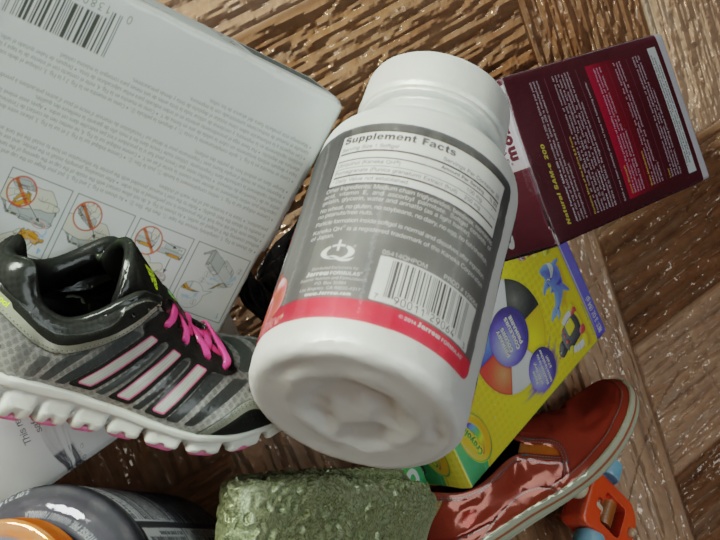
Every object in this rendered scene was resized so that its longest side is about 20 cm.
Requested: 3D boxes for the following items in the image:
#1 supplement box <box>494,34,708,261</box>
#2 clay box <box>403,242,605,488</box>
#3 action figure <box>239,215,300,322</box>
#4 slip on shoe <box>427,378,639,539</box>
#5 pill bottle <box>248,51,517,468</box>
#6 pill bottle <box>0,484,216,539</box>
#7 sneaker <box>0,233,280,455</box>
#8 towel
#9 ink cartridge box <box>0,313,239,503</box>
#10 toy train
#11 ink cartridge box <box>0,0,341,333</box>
[{"bbox_3d":[0.144,-0.083,1.019,0.199,0.060,0.110,-20,92,-48],"label":"supplement box"},{"bbox_3d":[0.075,0.051,1.008,0.200,0.047,0.116,-44,116,-37],"label":"clay box"},{"bbox_3d":[0.000,0.000,0.900,0.119,0.101,0.201,47,39,-20],"label":"action figure"},{"bbox_3d":[0.112,0.125,1.045,0.199,0.074,0.062,-31,107,-25],"label":"slip on shoe"},{"bbox_3d":[0.020,-0.012,0.787,0.111,0.110,0.202,40,50,-30],"label":"pill bottle"},{"bbox_3d":[-0.139,0.164,0.787,0.200,0.105,0.108,35,68,-73],"label":"pill bottle"},{"bbox_3d":[-0.106,0.031,0.759,0.198,0.074,0.088,11,114,-28],"label":"sneaker"},{"bbox_3d":[-0.020,0.182,0.863,0.199,0.036,0.151,14,82,-56],"label":"towel"},{"bbox_3d":[-0.182,0.029,0.820,0.199,0.084,0.147,-34,111,-30],"label":"ink cartridge box"},{"bbox_3d":[0.159,0.242,1.083,0.150,0.055,0.202,39,57,-38],"label":"toy train"},{"bbox_3d":[-0.129,-0.050,0.779,0.199,0.044,0.175,22,102,-35],"label":"ink cartridge box"}]
